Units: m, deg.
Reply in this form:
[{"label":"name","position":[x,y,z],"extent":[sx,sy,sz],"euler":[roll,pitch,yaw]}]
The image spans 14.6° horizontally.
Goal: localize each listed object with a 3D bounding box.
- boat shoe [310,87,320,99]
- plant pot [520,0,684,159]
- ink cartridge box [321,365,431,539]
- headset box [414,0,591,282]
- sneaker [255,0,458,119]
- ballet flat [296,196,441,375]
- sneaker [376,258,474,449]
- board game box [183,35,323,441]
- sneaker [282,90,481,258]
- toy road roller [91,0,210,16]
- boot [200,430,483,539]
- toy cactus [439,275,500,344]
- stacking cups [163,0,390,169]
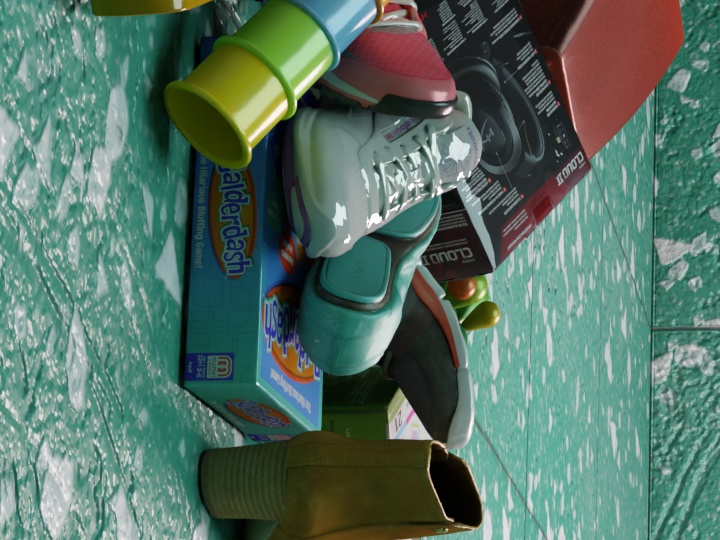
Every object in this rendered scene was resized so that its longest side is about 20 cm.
[{"label":"boat shoe","position":[-0.017,-0.166,1.728],"extent":[0.066,0.074,0.200],"euler":[-52,131,-53]},{"label":"plant pot","position":[0.119,-0.189,2.122],"extent":[0.200,0.200,0.176],"euler":[75,29,-47]},{"label":"ink cartridge box","position":[0.004,0.160,1.783],"extent":[0.148,0.076,0.200],"euler":[-52,138,-71]},{"label":"headset box","position":[0.063,-0.097,1.853],"extent":[0.149,0.077,0.200],"euler":[-45,117,-45]},{"label":"sneaker","position":[-0.004,-0.159,1.590],"extent":[0.200,0.074,0.087],"euler":[51,-50,42]},{"label":"ballet flat","position":[0.000,0.000,1.628],"extent":[0.200,0.067,0.070],"euler":[-67,175,-61]},{"label":"sneaker","position":[0.005,0.027,1.704],"extent":[0.077,0.082,0.200],"euler":[102,-33,-62]},{"label":"board game box","position":[-0.056,-0.015,1.598],"extent":[0.152,0.045,0.200],"euler":[49,41,-71]},{"label":"sneaker","position":[0.013,-0.067,1.585],"extent":[0.200,0.099,0.075],"euler":[-65,152,-63]},{"label":"toy road roller","position":[-0.056,-0.196,1.377],"extent":[0.200,0.146,0.123],"euler":[-42,130,-74]},{"label":"boot","position":[0.000,0.144,1.608],"extent":[0.201,0.144,0.071],"euler":[62,30,-65]},{"label":"toy cactus","position":[0.034,0.051,1.961],"extent":[0.200,0.102,0.165],"euler":[-33,139,-79]},{"label":"stacking cups","position":[-0.019,-0.141,1.512],"extent":[0.200,0.060,0.061],"euler":[-47,147,-22]}]
